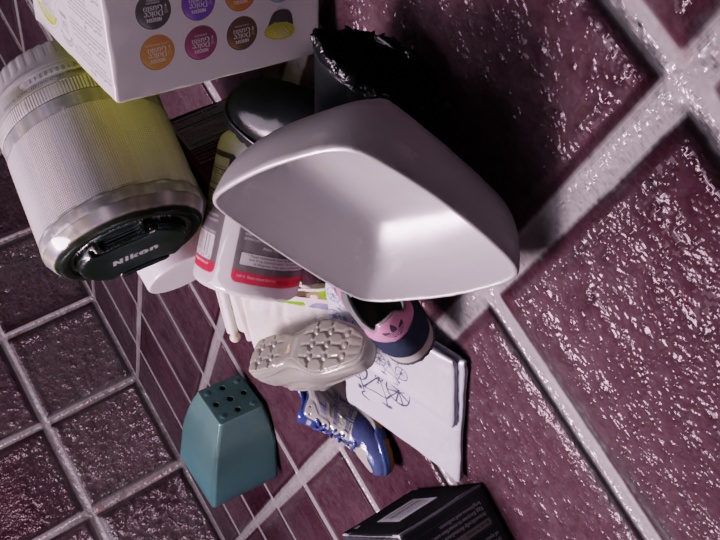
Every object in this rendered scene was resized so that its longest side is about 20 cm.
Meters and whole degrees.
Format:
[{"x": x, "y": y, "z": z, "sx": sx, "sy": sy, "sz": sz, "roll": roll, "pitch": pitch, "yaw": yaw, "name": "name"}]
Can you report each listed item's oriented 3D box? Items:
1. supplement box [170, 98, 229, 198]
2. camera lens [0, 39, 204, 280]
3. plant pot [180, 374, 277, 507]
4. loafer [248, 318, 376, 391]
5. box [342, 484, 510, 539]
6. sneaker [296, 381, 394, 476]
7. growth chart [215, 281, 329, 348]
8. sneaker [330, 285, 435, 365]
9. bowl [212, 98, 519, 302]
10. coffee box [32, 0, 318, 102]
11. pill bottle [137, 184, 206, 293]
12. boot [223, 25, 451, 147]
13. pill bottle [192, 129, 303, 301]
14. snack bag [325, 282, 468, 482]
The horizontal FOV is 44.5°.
[{"x": -0.145, "y": -0.092, "z": 1.058, "sx": 0.200, "sy": 0.103, "sz": 0.131, "roll": 48, "pitch": 153, "yaw": 33, "name": "supplement box"}, {"x": -0.253, "y": -0.102, "z": 0.853, "sx": 0.201, "sy": 0.160, "sz": 0.160, "roll": 65, "pitch": 157, "yaw": 12, "name": "camera lens"}, {"x": -0.242, "y": 0.302, "z": 1.629, "sx": 0.141, "sy": 0.141, "sz": 0.200, "roll": 46, "pitch": 144, "yaw": 34, "name": "plant pot"}, {"x": -0.045, "y": 0.098, "z": 0.975, "sx": 0.070, "sy": 0.070, "sz": 0.200, "roll": 31, "pitch": 155, "yaw": -32, "name": "loafer"}, {"x": 0.098, "y": 0.360, "z": 0.998, "sx": 0.200, "sy": 0.117, "sz": 0.197, "roll": 63, "pitch": 156, "yaw": 5, "name": "box"}, {"x": -0.037, "y": 0.192, "z": 1.145, "sx": 0.200, "sy": 0.088, "sz": 0.075, "roll": 54, "pitch": 153, "yaw": 19, "name": "sneaker"}, {"x": -0.075, "y": 0.057, "z": 1.025, "sx": 0.199, "sy": 0.018, "sz": 0.145, "roll": 12, "pitch": 135, "yaw": 6, "name": "growth chart"}, {"x": 0.000, "y": 0.000, "z": 0.857, "sx": 0.200, "sy": 0.070, "sz": 0.082, "roll": 49, "pitch": -178, "yaw": 35, "name": "sneaker"}, {"x": 0.010, "y": -0.055, "z": 0.683, "sx": 0.199, "sy": 0.075, "sz": 0.200, "roll": 33, "pitch": 153, "yaw": -33, "name": "bowl"}, {"x": -0.169, "y": -0.291, "z": 0.760, "sx": 0.200, "sy": 0.199, "sz": 0.198, "roll": 42, "pitch": 142, "yaw": 40, "name": "coffee box"}, {"x": -0.239, "y": -0.084, "z": 0.991, "sx": 0.200, "sy": 0.114, "sz": 0.114, "roll": 61, "pitch": 157, "yaw": 10, "name": "pill bottle"}, {"x": -0.028, "y": -0.141, "z": 0.737, "sx": 0.198, "sy": 0.073, "sz": 0.163, "roll": 30, "pitch": 157, "yaw": 8, "name": "boot"}, {"x": -0.097, "y": -0.078, "z": 0.885, "sx": 0.111, "sy": 0.110, "sz": 0.201, "roll": 27, "pitch": 107, "yaw": 54, "name": "pill bottle"}, {"x": 0.037, "y": 0.122, "z": 0.959, "sx": 0.188, "sy": 0.021, "sz": 0.200, "roll": 31, "pitch": 142, "yaw": 33, "name": "snack bag"}]
